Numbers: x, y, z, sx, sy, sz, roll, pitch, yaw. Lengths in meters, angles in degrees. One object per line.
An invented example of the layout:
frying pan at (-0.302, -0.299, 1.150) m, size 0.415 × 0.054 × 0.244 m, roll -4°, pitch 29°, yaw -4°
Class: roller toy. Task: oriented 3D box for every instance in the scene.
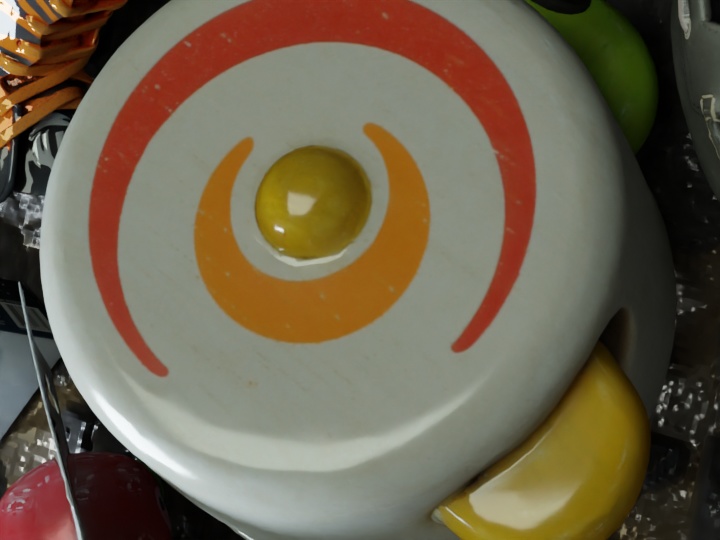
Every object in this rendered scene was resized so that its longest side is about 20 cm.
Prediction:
roller toy at (0.000, 0.000, 0.876) m, size 0.182 × 0.140 × 0.200 m, roll -5°, pitch 72°, yaw 14°

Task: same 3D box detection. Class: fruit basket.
fruit basket at (-0.075, 0.118, 0.935) m, size 0.094 × 0.185 × 0.200 m, roll -10°, pitch 74°, yaw -5°

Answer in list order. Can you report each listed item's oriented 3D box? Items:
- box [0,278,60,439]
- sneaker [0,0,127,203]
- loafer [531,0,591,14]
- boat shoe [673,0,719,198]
box at (-0.212, 0.054, 0.990) m, size 0.137 × 0.200 × 0.038 m, roll -52°, pitch 58°, yaw 17°
sneaker at (-0.101, -0.087, 1.006) m, size 0.200 × 0.078 × 0.112 m, roll -23°, pitch 81°, yaw 50°
loafer at (0.059, -0.177, 0.852) m, size 0.071 × 0.073 × 0.200 m, roll -15°, pitch 74°, yaw 35°
boat shoe at (0.126, -0.100, 0.867) m, size 0.067 × 0.057 × 0.200 m, roll -6°, pitch 82°, yaw 10°
